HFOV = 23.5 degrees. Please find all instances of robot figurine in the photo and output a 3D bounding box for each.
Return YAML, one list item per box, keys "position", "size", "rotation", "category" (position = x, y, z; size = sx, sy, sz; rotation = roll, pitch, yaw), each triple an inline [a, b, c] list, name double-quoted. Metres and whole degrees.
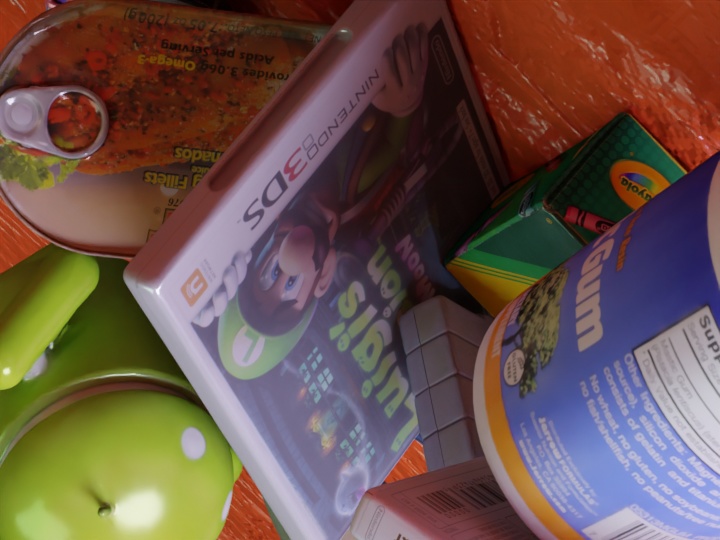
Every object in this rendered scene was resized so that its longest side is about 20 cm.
- position: [-0.128, 0.071, 0.820]
  size: [0.176, 0.115, 0.201]
  rotation: [62, 179, -41]
  category: "robot figurine"

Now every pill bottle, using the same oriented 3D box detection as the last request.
- position: [0.133, 0.017, 0.552]
  size: [0.112, 0.112, 0.200]
  rotation: [44, 138, -5]
  category: "pill bottle"

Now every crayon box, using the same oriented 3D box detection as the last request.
- position: [0.138, 0.036, 0.722]
  size: [0.200, 0.058, 0.119]
  rotation: [45, 161, -4]
  category: "crayon box"

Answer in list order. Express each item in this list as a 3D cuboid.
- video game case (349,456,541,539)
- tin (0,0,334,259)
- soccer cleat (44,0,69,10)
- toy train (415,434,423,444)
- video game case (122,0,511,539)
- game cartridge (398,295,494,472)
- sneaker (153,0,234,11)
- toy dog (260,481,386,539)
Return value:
- position: [0.118, 0.121, 0.635]
  size: [0.181, 0.022, 0.199]
  rotation: [32, -162, 28]
  category: "video game case"
- position: [-0.068, -0.058, 0.771]
  size: [0.197, 0.114, 0.042]
  rotation: [7, -179, -10]
  category: "tin"
- position: [-0.143, -0.119, 0.933]
  size: [0.066, 0.077, 0.201]
  rotation: [35, 160, 20]
  category: "soccer cleat"
- position: [0.018, 0.013, 0.884]
  size: [0.201, 0.087, 0.114]
  rotation: [52, 165, -26]
  category: "toy train"
- position: [0.000, 0.000, 0.733]
  size: [0.023, 0.182, 0.201]
  rotation: [23, 153, 35]
  category: "video game case"
- position: [0.095, 0.099, 0.776]
  size: [0.199, 0.038, 0.131]
  rotation: [30, -145, -42]
  category: "game cartridge"
- position: [-0.077, -0.084, 0.888]
  size: [0.078, 0.075, 0.201]
  rotation: [7, 153, 21]
  category: "sneaker"
- position: [-0.010, 0.091, 0.889]
  size: [0.132, 0.095, 0.202]
  rotation: [-153, 39, -82]
  category: "toy dog"
